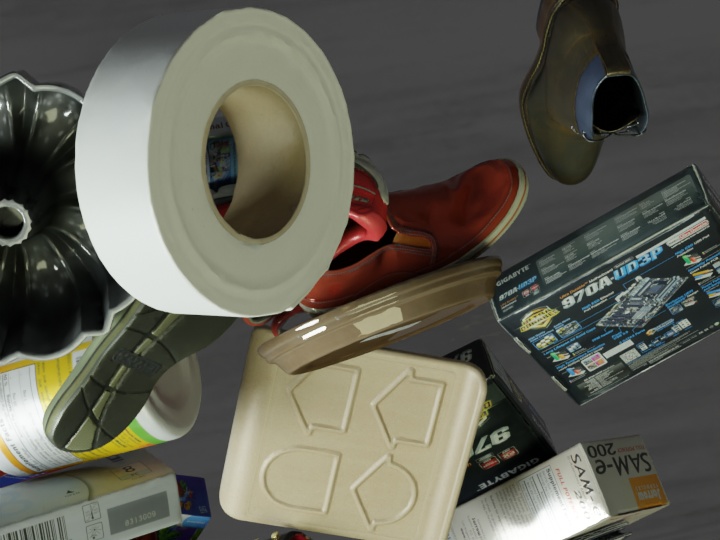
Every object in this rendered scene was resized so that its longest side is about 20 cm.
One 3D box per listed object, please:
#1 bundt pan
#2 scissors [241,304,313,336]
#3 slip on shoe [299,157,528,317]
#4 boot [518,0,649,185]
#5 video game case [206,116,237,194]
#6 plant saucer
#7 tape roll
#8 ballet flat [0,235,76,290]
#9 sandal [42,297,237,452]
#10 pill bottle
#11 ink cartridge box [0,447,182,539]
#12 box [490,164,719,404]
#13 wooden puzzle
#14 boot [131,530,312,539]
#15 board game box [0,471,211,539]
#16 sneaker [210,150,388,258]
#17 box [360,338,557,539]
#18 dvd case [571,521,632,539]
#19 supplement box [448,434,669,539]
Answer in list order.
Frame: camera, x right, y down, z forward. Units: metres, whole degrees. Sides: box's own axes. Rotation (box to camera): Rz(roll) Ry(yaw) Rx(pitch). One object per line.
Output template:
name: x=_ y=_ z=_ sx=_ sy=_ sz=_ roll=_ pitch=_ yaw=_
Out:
bundt pan: x=-0.236 y=-0.043 z=1.252 sx=0.199 sy=0.076 sz=0.204 roll=-1 pitch=109 yaw=-4
scissors: x=0.000 y=0.000 z=1.438 sx=0.199 sy=0.014 sz=0.073 roll=-29 pitch=136 yaw=15
slip on shoe: x=0.036 y=-0.032 z=1.390 sx=0.198 sy=0.074 sz=0.061 roll=-25 pitch=137 yaw=-2
boot: x=0.161 y=-0.111 z=1.334 sx=0.074 sy=0.098 sz=0.201 roll=-11 pitch=139 yaw=-5
video game case: x=-0.104 y=-0.038 z=1.388 sx=0.180 sy=0.022 sz=0.201 roll=-9 pitch=140 yaw=-10
plant saucer: x=0.018 y=0.037 z=1.403 sx=0.198 sy=0.030 sz=0.200 roll=-20 pitch=173 yaw=-2
tape roll: x=-0.091 y=-0.070 z=1.216 sx=0.070 sy=0.204 sz=0.202 roll=1 pitch=154 yaw=39
ballet flat: x=-0.290 y=-0.002 z=1.348 sx=0.198 sy=0.069 sz=0.063 roll=-18 pitch=168 yaw=6
sandal: x=-0.155 y=0.040 z=1.295 sx=0.201 sy=0.057 sz=0.080 roll=-45 pitch=135 yaw=5
pill bottle: x=-0.231 y=0.094 z=1.412 sx=0.198 sy=0.112 sz=0.111 roll=-15 pitch=142 yaw=21
ink cartridge box: x=-0.251 y=0.169 z=1.446 sx=0.159 sy=0.200 sz=0.048 roll=-16 pitch=111 yaw=-26
box: x=0.225 y=0.017 z=1.528 sx=0.199 sy=0.046 sz=0.159 roll=-30 pitch=138 yaw=16
wooden puzzle: x=-0.008 y=0.138 z=1.549 sx=0.198 sy=0.046 sz=0.187 roll=12 pitch=116 yaw=-2
boot: x=-0.126 y=0.261 z=1.578 sx=0.149 sy=0.074 sz=0.200 roll=-18 pitch=148 yaw=30
board game box: x=-0.248 y=0.228 z=1.622 sx=0.198 sy=0.045 sz=0.135 roll=10 pitch=133 yaw=-28
sneaker: x=-0.072 y=-0.019 z=1.336 sx=0.198 sy=0.085 sz=0.077 roll=-25 pitch=139 yaw=10
box: x=0.056 y=0.156 z=1.641 sx=0.198 sy=0.046 sz=0.159 roll=-27 pitch=139 yaw=11
dvd case: x=0.131 y=0.278 z=1.648 sx=0.198 sy=0.016 sz=0.149 roll=-16 pitch=162 yaw=-20
supplement box: x=0.164 y=0.225 z=1.685 sx=0.199 sy=0.074 sz=0.126 roll=-32 pitch=162 yaw=29
